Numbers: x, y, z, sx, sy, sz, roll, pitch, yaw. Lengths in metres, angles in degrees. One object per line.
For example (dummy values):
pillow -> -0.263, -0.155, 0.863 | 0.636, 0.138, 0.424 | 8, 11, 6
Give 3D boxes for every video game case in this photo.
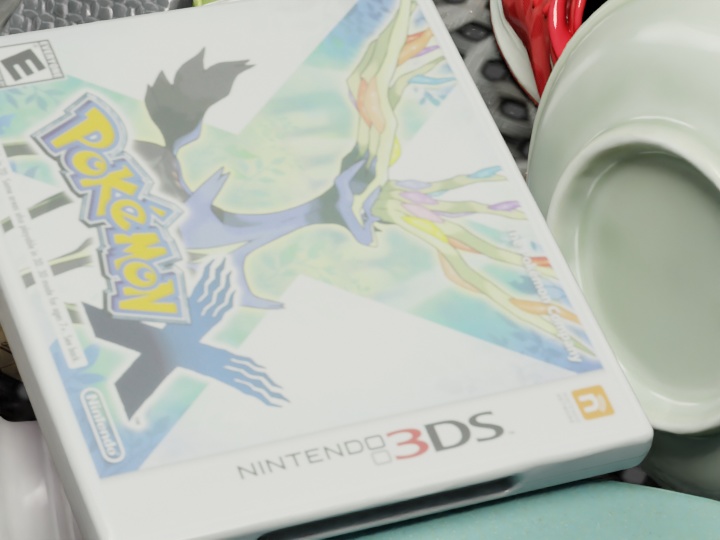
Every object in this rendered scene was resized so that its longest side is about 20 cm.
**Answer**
video game case -> -0.027, -0.005, 0.893 | 0.182, 0.022, 0.200 | -11, 56, -22

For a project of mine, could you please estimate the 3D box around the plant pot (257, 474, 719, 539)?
plant pot -> 0.056, 0.151, 0.890 | 0.200, 0.141, 0.142 | -3, 53, -10

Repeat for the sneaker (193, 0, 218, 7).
sneaker -> -0.069, -0.128, 1.134 | 0.076, 0.075, 0.200 | 22, 58, 16

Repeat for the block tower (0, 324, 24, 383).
block tower -> -0.140, 0.011, 0.976 | 0.200, 0.058, 0.054 | -19, 61, 24

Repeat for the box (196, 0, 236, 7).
box -> 0.000, 0.000, 1.015 | 0.101, 0.113, 0.200 | -17, 54, -12

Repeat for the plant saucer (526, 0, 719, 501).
plant saucer -> 0.115, -0.001, 0.953 | 0.050, 0.200, 0.200 | -16, 52, -38

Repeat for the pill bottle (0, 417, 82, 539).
pill bottle -> -0.179, 0.093, 0.949 | 0.200, 0.104, 0.104 | -8, 54, -6

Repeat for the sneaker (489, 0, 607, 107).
sneaker -> 0.097, -0.101, 1.088 | 0.078, 0.116, 0.200 | -9, 54, -7

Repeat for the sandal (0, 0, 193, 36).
sandal -> -0.134, -0.041, 1.059 | 0.200, 0.043, 0.076 | -46, 72, 0
